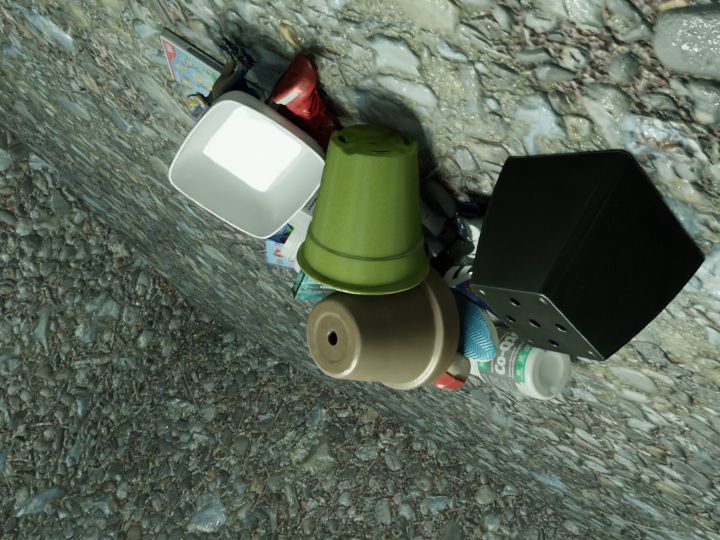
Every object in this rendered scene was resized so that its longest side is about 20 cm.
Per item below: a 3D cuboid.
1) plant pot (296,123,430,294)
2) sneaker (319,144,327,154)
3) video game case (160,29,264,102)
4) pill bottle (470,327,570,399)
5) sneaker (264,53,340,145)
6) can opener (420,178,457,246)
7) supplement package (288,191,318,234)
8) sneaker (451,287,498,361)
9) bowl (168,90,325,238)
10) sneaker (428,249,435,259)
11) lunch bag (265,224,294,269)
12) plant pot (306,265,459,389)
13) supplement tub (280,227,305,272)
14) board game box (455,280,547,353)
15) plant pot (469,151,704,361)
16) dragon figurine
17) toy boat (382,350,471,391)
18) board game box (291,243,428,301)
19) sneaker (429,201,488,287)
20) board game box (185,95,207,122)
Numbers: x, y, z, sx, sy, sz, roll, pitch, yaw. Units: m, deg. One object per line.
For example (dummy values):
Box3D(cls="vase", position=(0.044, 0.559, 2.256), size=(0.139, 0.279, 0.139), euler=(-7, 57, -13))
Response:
Box3D(cls="plant pot", position=(0.013, -0.099, 1.150), size=(0.199, 0.199, 0.192), euler=(25, 124, 31))
Box3D(cls="sneaker", position=(-0.101, -0.173, 1.301), size=(0.199, 0.112, 0.073), euler=(21, 160, 39))
Box3D(cls="video game case", position=(-0.246, -0.316, 1.382), size=(0.199, 0.018, 0.143), euler=(34, 164, 6))
Box3D(cls="pill bottle", position=(0.286, 0.168, 1.530), size=(0.113, 0.114, 0.199), euler=(43, 161, -29))
Box3D(cls="sneaker", position=(-0.066, -0.241, 1.168), size=(0.115, 0.079, 0.200), euler=(30, 178, -16))
Box3D(cls="can opener", position=(0.147, -0.061, 1.259), size=(0.200, 0.053, 0.066), euler=(43, 163, -26))
Box3D(cls="supplement package", position=(-0.049, -0.111, 1.405), size=(0.199, 0.110, 0.114), euler=(33, 164, 4))
Box3D(cls="sneaker", position=(0.183, 0.085, 1.333), size=(0.080, 0.077, 0.200), euler=(23, -162, -27))
Box3D(cls="bowl", position=(-0.164, -0.166, 1.212), size=(0.199, 0.075, 0.200), euler=(32, 128, -21))
Box3D(cls="sneaker", position=(0.044, 0.012, 1.446), size=(0.080, 0.198, 0.074), euler=(-119, 10, -46))
Box3D(cls="lunch bag", position=(-0.102, -0.040, 1.782), size=(0.199, 0.095, 0.151), euler=(24, 161, 3))
Box3D(cls="plant pot", position=(0.019, 0.084, 1.194), size=(0.174, 0.202, 0.199), euler=(-6, -161, -45))
Box3D(cls="supplement tub", position=(-0.040, -0.026, 1.570), size=(0.199, 0.145, 0.145), euler=(35, 164, 0))
Box3D(cls="board game box", position=(0.224, 0.051, 1.357), size=(0.199, 0.035, 0.135), euler=(35, -174, -14))
Box3D(cls="plant pot", position=(0.253, -0.006, 0.983), size=(0.200, 0.178, 0.199), euler=(42, 163, -28))
Box3D(cls="dragon figurine", position=(-0.187, -0.259, 1.254), size=(0.059, 0.099, 0.201), euler=(46, 166, 39))
Box3D(cls="toy boat", position=(0.077, 0.135, 1.335), size=(0.200, 0.131, 0.130), euler=(48, -170, 28))
Box3D(cls="board game box", position=(0.000, 0.000, 1.338), size=(0.198, 0.028, 0.136), euler=(5, 132, -26))
Box3D(cls="sneaker", position=(0.147, -0.044, 1.208), size=(0.199, 0.073, 0.112), euler=(-15, 115, 34))
Box3D(cls="board game box", position=(-0.265, -0.250, 1.563), size=(0.199, 0.039, 0.158), euler=(35, 164, 0))
